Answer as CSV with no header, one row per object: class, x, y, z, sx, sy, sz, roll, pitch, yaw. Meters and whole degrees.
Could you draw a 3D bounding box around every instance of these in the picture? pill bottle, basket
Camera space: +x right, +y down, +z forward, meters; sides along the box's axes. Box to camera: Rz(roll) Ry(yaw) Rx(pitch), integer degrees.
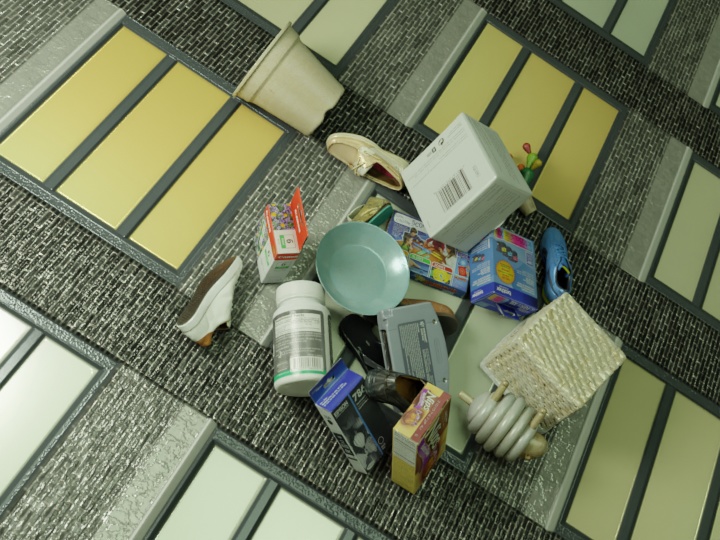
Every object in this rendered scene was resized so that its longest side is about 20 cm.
pill bottle,-0.110,0.128,1.562,0.113,0.113,0.200,5,63,-18
basket,0.396,0.189,1.692,0.198,0.161,0.200,-37,83,-31

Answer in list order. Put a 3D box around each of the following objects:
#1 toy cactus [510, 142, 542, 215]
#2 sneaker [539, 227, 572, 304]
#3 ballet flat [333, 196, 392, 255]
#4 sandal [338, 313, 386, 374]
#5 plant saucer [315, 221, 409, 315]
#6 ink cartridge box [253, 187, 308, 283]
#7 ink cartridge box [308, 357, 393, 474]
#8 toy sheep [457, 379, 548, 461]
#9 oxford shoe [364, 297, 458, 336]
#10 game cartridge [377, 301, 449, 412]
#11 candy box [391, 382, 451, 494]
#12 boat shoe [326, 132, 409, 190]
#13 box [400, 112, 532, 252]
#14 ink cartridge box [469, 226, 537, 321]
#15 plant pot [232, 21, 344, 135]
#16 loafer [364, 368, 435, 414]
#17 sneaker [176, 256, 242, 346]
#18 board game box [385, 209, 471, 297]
toy cactus,0.362,-0.209,1.925,0.200,0.102,0.165,-30,87,-38
sneaker,0.450,-0.019,1.862,0.066,0.078,0.201,12,60,-12
ballet flat,-0.013,-0.090,1.741,0.071,0.071,0.200,43,59,4
sandal,0.032,0.170,1.632,0.200,0.043,0.076,47,59,4
plant saucer,0.000,0.000,1.647,0.201,0.039,0.201,9,65,-20
ink cartridge box,-0.156,-0.066,1.589,0.050,0.200,0.109,-3,66,-22
ink cartridge box,-0.011,0.267,1.514,0.099,0.039,0.200,-45,119,-30
toy sheep,0.278,0.295,1.614,0.200,0.138,0.138,37,57,16
oxford shoe,0.098,0.086,1.699,0.199,0.071,0.071,12,31,-11
game cartridge,0.109,0.167,1.617,0.133,0.041,0.201,-8,87,-35
candy box,0.109,0.307,1.502,0.056,0.200,0.117,28,56,21
boat shoe,0.015,-0.237,1.812,0.200,0.074,0.069,21,54,-10
box,0.221,-0.184,1.748,0.131,0.199,0.200,19,39,-42
ink cartridge box,0.307,0.017,1.774,0.136,0.076,0.200,19,60,-31
plant pot,-0.144,-0.397,1.781,0.183,0.200,0.201,38,58,-13
loafer,0.100,0.231,1.533,0.200,0.072,0.073,19,71,-39
sneaker,-0.272,0.061,1.575,0.085,0.073,0.200,52,47,-27
board game box,0.144,-0.037,1.782,0.200,0.034,0.136,21,59,-9
